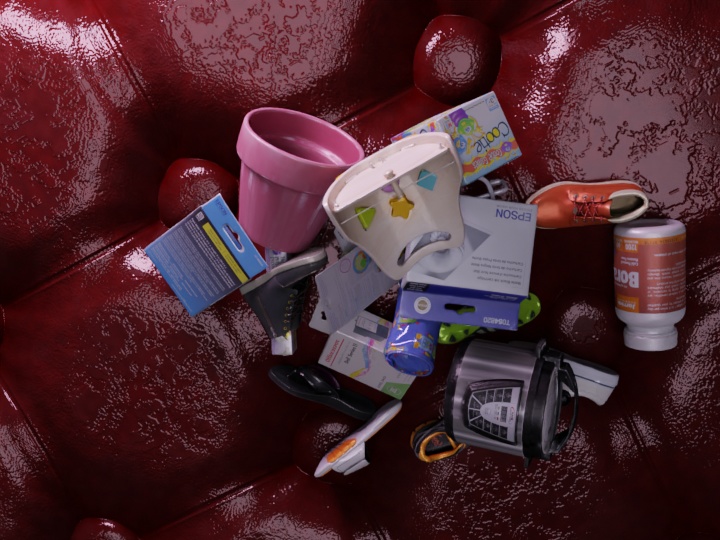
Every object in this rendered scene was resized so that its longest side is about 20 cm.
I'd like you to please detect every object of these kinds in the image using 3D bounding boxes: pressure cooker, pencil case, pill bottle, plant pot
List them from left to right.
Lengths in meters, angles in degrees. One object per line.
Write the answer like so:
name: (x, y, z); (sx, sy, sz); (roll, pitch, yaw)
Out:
plant pot: (-0.113, -0.138, 1.369); (0.199, 0.200, 0.180); (21, 119, 0)
pencil case: (0.090, 0.072, 1.381); (0.086, 0.201, 0.078); (0, 145, 18)
pressure cooker: (0.247, 0.203, 1.358); (0.199, 0.179, 0.176); (9, 147, 21)
pill bottle: (0.470, 0.022, 1.383); (0.111, 0.112, 0.202); (-4, 101, 5)

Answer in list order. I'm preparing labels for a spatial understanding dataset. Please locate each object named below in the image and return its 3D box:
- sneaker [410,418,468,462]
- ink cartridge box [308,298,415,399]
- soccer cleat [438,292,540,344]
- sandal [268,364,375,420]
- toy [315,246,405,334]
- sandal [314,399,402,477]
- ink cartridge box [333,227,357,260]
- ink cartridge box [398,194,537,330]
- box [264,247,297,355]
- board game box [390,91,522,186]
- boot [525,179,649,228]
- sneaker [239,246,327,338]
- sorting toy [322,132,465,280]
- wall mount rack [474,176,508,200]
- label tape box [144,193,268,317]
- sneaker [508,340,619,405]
sneaker: (0.179, 0.277, 1.479); (0.199, 0.077, 0.079); (-33, 96, 9)
ink cartridge box: (0.003, 0.129, 1.440); (0.199, 0.068, 0.117); (24, 141, 0)
soccer cleat: (0.208, 0.076, 1.443); (0.199, 0.081, 0.068); (-15, 95, -14)
sandal: (-0.062, 0.199, 1.486); (0.199, 0.075, 0.048); (22, 109, -9)
toy: (0.000, 0.000, 1.399); (0.200, 0.047, 0.116); (-35, 127, -28)
sandal: (0.006, 0.312, 1.499); (0.206, 0.079, 0.059); (-40, 93, 9)
ink cartridge box: (0.017, -0.102, 1.370); (0.039, 0.099, 0.201); (49, 141, 24)
ink cartridge box: (0.167, -0.015, 1.318); (0.198, 0.041, 0.202); (6, 90, -7)
box: (-0.137, 0.046, 1.474); (0.038, 0.041, 0.202); (-1, 101, 8)
board game box: (0.141, -0.191, 1.308); (0.104, 0.200, 0.104); (-29, 99, -15)
boot: (0.362, -0.105, 1.369); (0.198, 0.107, 0.076); (-9, 103, 8)
sneaker: (-0.105, 0.037, 1.388); (0.199, 0.075, 0.107); (-26, 95, 44)
sorting toy: (0.065, -0.083, 1.241); (0.199, 0.107, 0.181); (-28, 114, 1)
wall mount rack: (0.167, -0.066, 1.400); (0.173, 0.075, 0.201); (-15, 115, 4)
label tape box: (-0.247, -0.031, 1.422); (0.199, 0.066, 0.144); (-31, 97, 31)
sneaker: (0.338, 0.178, 1.447); (0.199, 0.073, 0.071); (19, 100, 0)
